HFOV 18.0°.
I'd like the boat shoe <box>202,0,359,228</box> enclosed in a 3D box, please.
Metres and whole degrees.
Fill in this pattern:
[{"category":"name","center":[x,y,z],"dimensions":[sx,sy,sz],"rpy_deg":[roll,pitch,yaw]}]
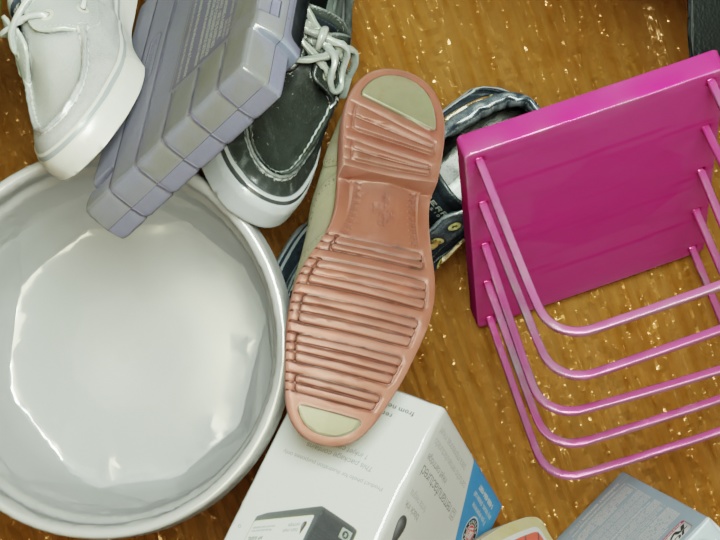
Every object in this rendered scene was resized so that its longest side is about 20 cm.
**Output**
[{"category":"boat shoe","center":[-0.034,-0.115,1.195],"dimensions":[0.073,0.068,0.200],"rpy_deg":[31,47,-19]}]

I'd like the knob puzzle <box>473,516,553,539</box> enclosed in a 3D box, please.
[{"category":"knob puzzle","center":[0.105,0.222,1.222],"dimensions":[0.030,0.219,0.221],"rpy_deg":[-22,94,28]}]

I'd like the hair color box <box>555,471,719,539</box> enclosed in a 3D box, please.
[{"category":"hair color box","center":[0.174,0.173,1.208],"dimensions":[0.061,0.200,0.099],"rpy_deg":[-44,95,-2]}]

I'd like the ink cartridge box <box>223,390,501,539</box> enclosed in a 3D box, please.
[{"category":"ink cartridge box","center":[-0.015,0.172,1.187],"dimensions":[0.083,0.145,0.201],"rpy_deg":[19,71,24]}]

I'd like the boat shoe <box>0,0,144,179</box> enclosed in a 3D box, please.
[{"category":"boat shoe","center":[-0.154,-0.124,1.173],"dimensions":[0.072,0.201,0.068],"rpy_deg":[-37,120,27]}]

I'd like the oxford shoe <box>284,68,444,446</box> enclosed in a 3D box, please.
[{"category":"oxford shoe","center":[0.000,0.000,1.168],"dimensions":[0.070,0.074,0.201],"rpy_deg":[19,69,-9]}]

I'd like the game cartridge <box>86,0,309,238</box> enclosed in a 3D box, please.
[{"category":"game cartridge","center":[-0.074,-0.118,1.144],"dimensions":[0.129,0.201,0.038],"rpy_deg":[-34,119,30]}]

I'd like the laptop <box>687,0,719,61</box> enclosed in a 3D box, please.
[{"category":"laptop","center":[0.270,-0.195,1.126],"dimensions":[0.199,0.103,0.179],"rpy_deg":[-7,102,-26]}]

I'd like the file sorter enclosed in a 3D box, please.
[{"category":"file sorter","center":[0.138,0.008,1.183],"dimensions":[0.138,0.200,0.126],"rpy_deg":[-18,64,-4]}]

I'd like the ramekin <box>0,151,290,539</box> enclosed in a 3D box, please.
[{"category":"ramekin","center":[-0.127,0.040,1.210],"dimensions":[0.198,0.105,0.202],"rpy_deg":[0,87,7]}]

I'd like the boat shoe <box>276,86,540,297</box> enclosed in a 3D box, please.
[{"category":"boat shoe","center":[0.020,-0.027,1.244],"dimensions":[0.071,0.091,0.200],"rpy_deg":[44,88,-5]}]
